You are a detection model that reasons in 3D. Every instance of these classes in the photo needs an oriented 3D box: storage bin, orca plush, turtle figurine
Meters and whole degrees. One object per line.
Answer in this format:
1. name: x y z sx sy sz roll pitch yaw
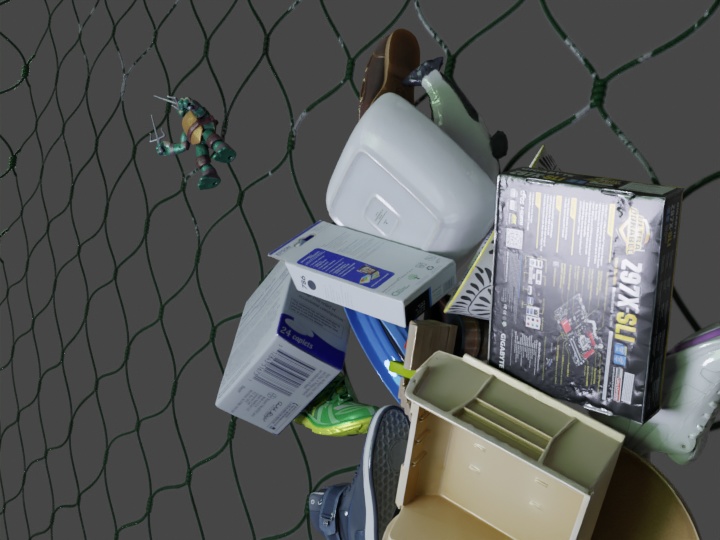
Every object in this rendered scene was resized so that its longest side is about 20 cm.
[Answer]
1. storage bin: 0.122 0.206 0.927 0.197 0.094 0.201 26 130 26
2. orca plush: 0.108 -0.150 1.190 0.201 0.105 0.071 55 170 17
3. turtle figurine: -0.298 -0.248 1.756 0.201 0.100 0.150 54 143 25

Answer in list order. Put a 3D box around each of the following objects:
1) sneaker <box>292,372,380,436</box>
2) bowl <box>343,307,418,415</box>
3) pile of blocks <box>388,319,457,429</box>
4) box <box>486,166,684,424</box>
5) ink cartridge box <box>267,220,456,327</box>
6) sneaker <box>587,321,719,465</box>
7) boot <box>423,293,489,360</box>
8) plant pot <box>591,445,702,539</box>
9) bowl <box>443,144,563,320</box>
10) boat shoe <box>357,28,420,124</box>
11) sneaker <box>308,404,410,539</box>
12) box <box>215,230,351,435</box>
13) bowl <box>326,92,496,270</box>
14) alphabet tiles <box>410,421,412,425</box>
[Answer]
1. sneaker: -0.040 0.178 1.350 0.199 0.074 0.084 5 93 55
2. bowl: 0.044 0.093 1.180 0.201 0.039 0.201 55 166 20
3. pile of blocks: 0.066 0.140 1.047 0.062 0.082 0.202 13 121 51
4. box: 0.194 0.018 0.882 0.159 0.049 0.202 12 109 35
5. ink cartridge box: 0.000 0.000 1.117 0.199 0.099 0.040 20 130 36
6. sneaker: 0.303 0.113 0.896 0.200 0.075 0.100 -43 72 42
7. boot: 0.132 0.066 1.137 0.200 0.096 0.075 -131 45 -75
8. plant pot: 0.243 0.250 0.939 0.199 0.027 0.202 22 119 46
9. bowl: 0.176 -0.020 1.028 0.202 0.094 0.201 -59 -4 -6
10. boat shoe: 0.032 -0.217 1.290 0.070 0.070 0.202 -25 44 51
11. sneaker: -0.003 0.263 1.258 0.146 0.076 0.205 7 93 53
12. box: -0.095 0.086 1.351 0.184 0.104 0.201 -47 22 40
13. bowl: 0.046 -0.078 1.149 0.200 0.075 0.200 44 141 10
14. alphabet tiles: 0.064 0.293 1.237 0.200 0.014 0.197 52 128 45
